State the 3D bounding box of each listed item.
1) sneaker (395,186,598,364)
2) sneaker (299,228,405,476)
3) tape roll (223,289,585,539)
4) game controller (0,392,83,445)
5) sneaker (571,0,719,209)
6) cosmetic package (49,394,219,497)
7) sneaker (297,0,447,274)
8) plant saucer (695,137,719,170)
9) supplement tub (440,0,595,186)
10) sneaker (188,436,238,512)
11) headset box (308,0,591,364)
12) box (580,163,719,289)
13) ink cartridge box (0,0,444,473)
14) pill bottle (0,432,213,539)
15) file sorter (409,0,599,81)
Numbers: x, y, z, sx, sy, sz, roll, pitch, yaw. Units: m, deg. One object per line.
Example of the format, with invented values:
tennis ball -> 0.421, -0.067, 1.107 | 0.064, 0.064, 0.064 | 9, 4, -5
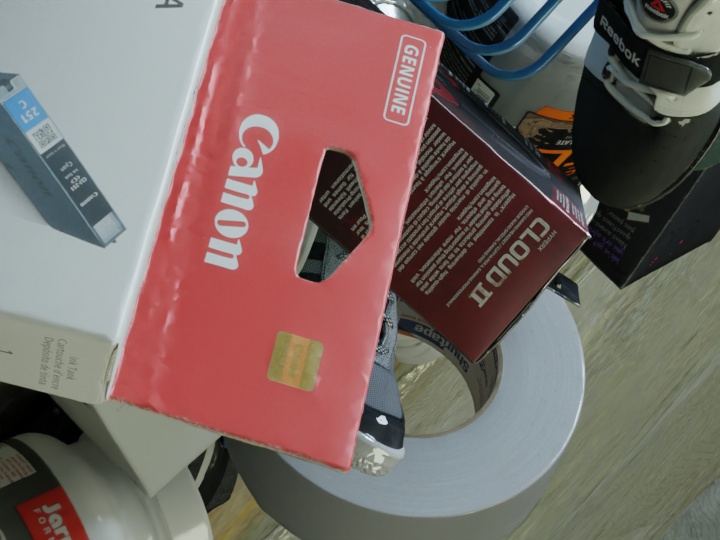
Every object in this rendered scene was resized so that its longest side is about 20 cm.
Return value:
sneaker -> 0.072, -0.024, 1.504 | 0.200, 0.078, 0.099 | -48, 159, 6
sneaker -> 0.000, 0.000, 1.207 | 0.075, 0.200, 0.114 | 26, 119, -38
tape roll -> 0.021, 0.062, 1.365 | 0.200, 0.200, 0.066 | -36, 160, -28
game controller -> -0.170, 0.098, 1.301 | 0.200, 0.042, 0.104 | -48, 177, 8
sneaker -> 0.130, -0.112, 1.050 | 0.088, 0.074, 0.201 | -19, 139, -55
cosmetic package -> -0.117, 0.016, 1.105 | 0.081, 0.113, 0.200 | -42, 160, -12
sneaker -> -0.038, -0.074, 1.187 | 0.201, 0.074, 0.118 | -60, -161, -15
plant saucer -> 0.157, -0.152, 1.278 | 0.038, 0.202, 0.201 | -2, 145, -17
supplement tub -> 0.086, -0.108, 1.242 | 0.122, 0.123, 0.200 | -36, 170, -27
sneaker -> -0.133, 0.154, 1.431 | 0.200, 0.073, 0.112 | -54, 159, 21
headset box -> 0.015, -0.050, 1.046 | 0.075, 0.200, 0.149 | -48, -177, 10
box -> 0.210, -0.104, 1.584 | 0.122, 0.106, 0.200 | -24, 153, -47
ink cartridge box -> -0.066, -0.045, 0.845 | 0.045, 0.175, 0.201 | 109, -5, -55
pill bottle -> -0.180, 0.148, 1.193 | 0.199, 0.116, 0.116 | -24, 155, -26
file sorter -> 0.046, -0.178, 1.026 | 0.139, 0.123, 0.200 | -48, 162, 5
